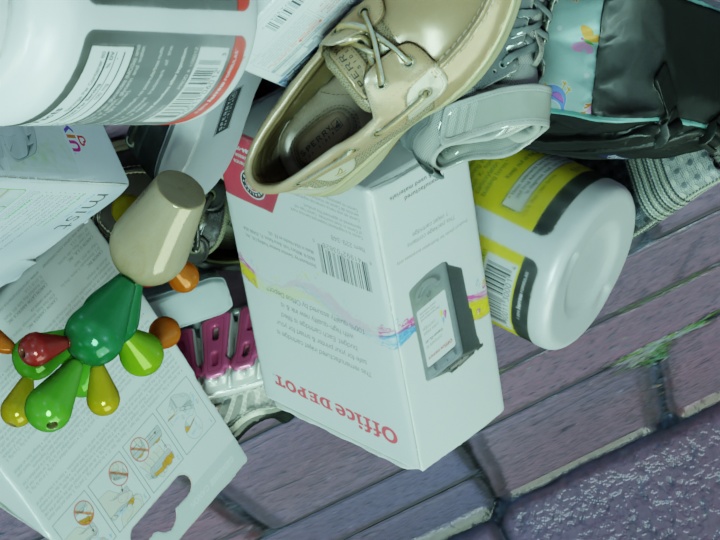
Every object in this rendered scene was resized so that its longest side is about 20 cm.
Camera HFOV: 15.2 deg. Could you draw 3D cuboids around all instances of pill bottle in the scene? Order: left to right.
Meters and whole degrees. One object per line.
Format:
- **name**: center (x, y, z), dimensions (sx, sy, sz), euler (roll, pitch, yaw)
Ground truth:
- **pill bottle**: center (-0.152, -0.129, 1.323), dimensions (0.116, 0.116, 0.200), euler (-35, 162, 32)
- **pill bottle**: center (0.063, -0.040, 1.706), dimensions (0.114, 0.199, 0.115), euler (-46, 151, -34)

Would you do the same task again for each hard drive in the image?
- **hard drive**: center (-0.165, 0.023, 1.821), dimensions (0.131, 0.027, 0.200), euler (-19, -170, -9)

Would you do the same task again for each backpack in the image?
- **backpack**: center (0.113, -0.142, 1.610), dimensions (0.199, 0.154, 0.176), euler (-1, -179, 31)

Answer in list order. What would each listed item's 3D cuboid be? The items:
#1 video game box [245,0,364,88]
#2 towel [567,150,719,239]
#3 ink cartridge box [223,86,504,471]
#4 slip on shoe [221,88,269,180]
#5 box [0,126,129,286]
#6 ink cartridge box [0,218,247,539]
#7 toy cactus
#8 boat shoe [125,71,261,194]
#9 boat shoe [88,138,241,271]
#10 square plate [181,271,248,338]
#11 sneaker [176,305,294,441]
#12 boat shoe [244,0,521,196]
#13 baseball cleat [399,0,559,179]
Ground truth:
- **video game box**: center (0.014, -0.182, 1.464), dimensions (0.200, 0.047, 0.182), euler (-45, 159, 11)
- **towel**: center (0.146, -0.097, 1.781), dimensions (0.192, 0.201, 0.034), euler (-34, 144, 32)
- **ink cartridge box**: center (0.000, 0.000, 1.628), dimensions (0.085, 0.147, 0.201), euler (-33, 128, -31)
- **slip on shoe**: center (-0.068, -0.083, 1.722), dimensions (0.061, 0.074, 0.200), euler (-57, 167, 2)
- **box**: center (-0.261, -0.037, 1.494), dimensions (0.200, 0.097, 0.176), euler (-34, 164, 28)
- **ink cartridge box**: center (-0.175, 0.088, 1.649), dimensions (0.050, 0.200, 0.162), euler (-7, -148, 45)
- **toy cactus**: center (-0.140, 0.004, 1.536), dimensions (0.200, 0.102, 0.165), euler (-44, 169, -53)
- **boat shoe**: center (-0.088, -0.123, 1.539), dimensions (0.069, 0.057, 0.200), euler (-28, 152, -46)
- **boat shoe**: center (-0.111, -0.039, 1.735), dimensions (0.200, 0.065, 0.074), euler (5, 104, -59)
- **square plate**: center (-0.153, 0.041, 1.868), dimensions (0.197, 0.029, 0.200), euler (-17, -171, 8)
- **sneaker**: center (-0.125, 0.091, 1.762), dimensions (0.199, 0.074, 0.088), euler (-19, 133, 4)
- **boat shoe**: center (0.013, -0.108, 1.445), dimensions (0.200, 0.071, 0.064), euler (-50, 160, 29)
- **baseball cleat**: center (0.091, -0.137, 1.482), dimensions (0.070, 0.107, 0.200), euler (4, 131, -48)
